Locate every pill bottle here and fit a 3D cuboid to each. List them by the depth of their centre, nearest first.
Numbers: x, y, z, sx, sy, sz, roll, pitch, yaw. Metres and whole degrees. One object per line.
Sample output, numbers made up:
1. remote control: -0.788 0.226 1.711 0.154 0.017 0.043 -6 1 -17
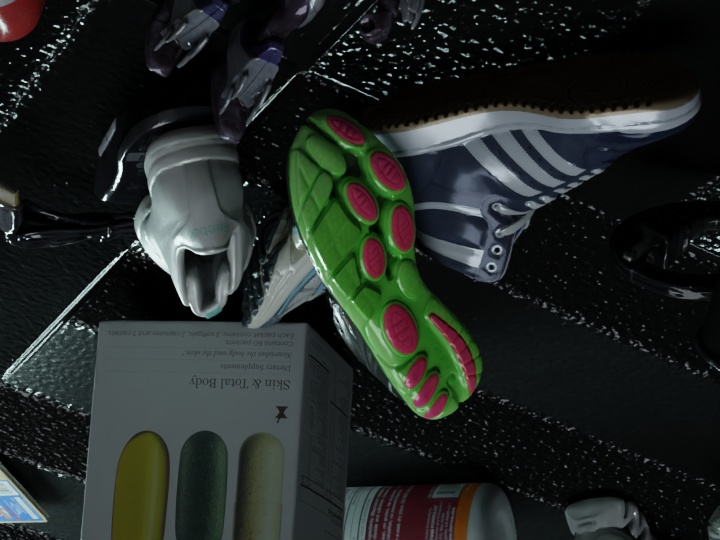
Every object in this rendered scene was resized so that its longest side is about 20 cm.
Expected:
1. pill bottle: 0.020 0.231 1.550 0.198 0.114 0.113 -4 146 20

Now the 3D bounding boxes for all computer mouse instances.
1. computer mouse: -0.152 -0.068 1.160 0.139 0.047 0.200 -4 160 -16

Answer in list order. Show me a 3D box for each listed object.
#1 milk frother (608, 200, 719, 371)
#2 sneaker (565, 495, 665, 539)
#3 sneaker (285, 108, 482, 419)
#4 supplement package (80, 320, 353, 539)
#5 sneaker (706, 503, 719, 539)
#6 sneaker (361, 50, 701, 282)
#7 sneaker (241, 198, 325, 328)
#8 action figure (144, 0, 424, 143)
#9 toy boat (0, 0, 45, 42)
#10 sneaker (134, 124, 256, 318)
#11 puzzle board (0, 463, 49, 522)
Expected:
1. milk frother: 0.227 -0.054 1.024 0.198 0.180 0.190 19 111 25
2. sneaker: 0.235 0.258 1.577 0.075 0.082 0.199 -22 139 37
3. sneaker: 0.000 0.000 1.105 0.083 0.076 0.201 18 137 54
4. supplement package: -0.097 0.149 1.329 0.150 0.202 0.151 0 166 12
5. sneaker: 0.298 0.138 1.391 0.085 0.078 0.200 25 138 -8
6. sneaker: 0.105 -0.056 1.079 0.198 0.070 0.109 -4 120 30
7. sneaker: -0.017 -0.013 1.204 0.085 0.078 0.200 14 148 -17
8. action figure: -0.035 -0.154 0.992 0.129 0.070 0.200 31 138 -18
9. toy boat: -0.262 -0.144 0.996 0.198 0.132 0.131 -3 147 17
10. sneaker: -0.095 -0.009 1.150 0.074 0.089 0.200 -12 162 -4
11. puzzle board: -0.370 0.166 1.628 0.149 0.018 0.200 -4 147 16
